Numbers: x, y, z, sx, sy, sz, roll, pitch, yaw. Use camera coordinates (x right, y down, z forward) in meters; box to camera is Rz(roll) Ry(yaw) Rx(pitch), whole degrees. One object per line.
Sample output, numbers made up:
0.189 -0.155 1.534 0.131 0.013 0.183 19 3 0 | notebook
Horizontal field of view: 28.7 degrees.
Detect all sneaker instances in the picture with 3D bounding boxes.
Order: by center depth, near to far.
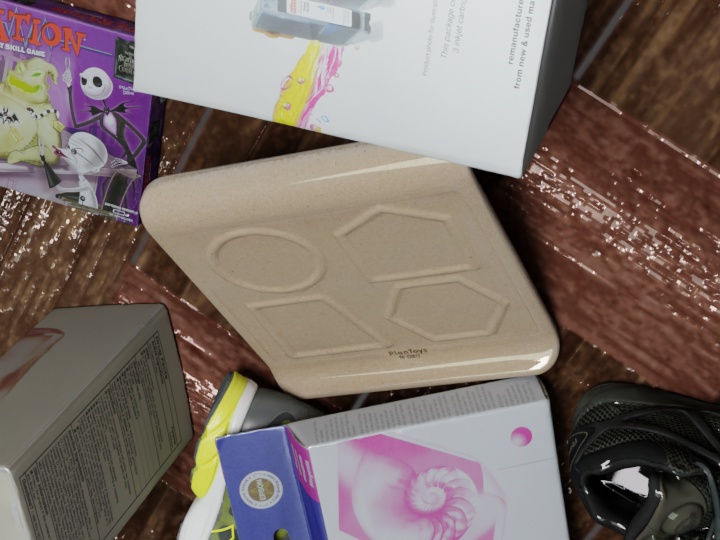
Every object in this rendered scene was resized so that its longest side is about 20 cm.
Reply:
0.210 0.119 0.768 0.199 0.114 0.076 7 118 12 | sneaker
-0.069 0.162 0.899 0.085 0.074 0.200 14 120 5 | sneaker

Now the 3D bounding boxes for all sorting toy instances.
0.000 0.000 0.791 0.185 0.037 0.200 -8 141 21 | sorting toy

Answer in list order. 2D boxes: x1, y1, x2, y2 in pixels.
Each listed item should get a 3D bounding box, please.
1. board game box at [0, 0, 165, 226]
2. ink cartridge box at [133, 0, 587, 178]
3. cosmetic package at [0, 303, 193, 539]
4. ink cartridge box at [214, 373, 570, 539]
-0.214 -0.109 0.848 0.200 0.032 0.120 16 114 11 | board game box
0.008 -0.153 0.687 0.200 0.145 0.145 15 118 12 | ink cartridge box
-0.184 0.107 0.838 0.087 0.200 0.104 -2 112 20 | cosmetic package
0.028 0.174 0.857 0.200 0.043 0.197 -12 112 -1 | ink cartridge box
